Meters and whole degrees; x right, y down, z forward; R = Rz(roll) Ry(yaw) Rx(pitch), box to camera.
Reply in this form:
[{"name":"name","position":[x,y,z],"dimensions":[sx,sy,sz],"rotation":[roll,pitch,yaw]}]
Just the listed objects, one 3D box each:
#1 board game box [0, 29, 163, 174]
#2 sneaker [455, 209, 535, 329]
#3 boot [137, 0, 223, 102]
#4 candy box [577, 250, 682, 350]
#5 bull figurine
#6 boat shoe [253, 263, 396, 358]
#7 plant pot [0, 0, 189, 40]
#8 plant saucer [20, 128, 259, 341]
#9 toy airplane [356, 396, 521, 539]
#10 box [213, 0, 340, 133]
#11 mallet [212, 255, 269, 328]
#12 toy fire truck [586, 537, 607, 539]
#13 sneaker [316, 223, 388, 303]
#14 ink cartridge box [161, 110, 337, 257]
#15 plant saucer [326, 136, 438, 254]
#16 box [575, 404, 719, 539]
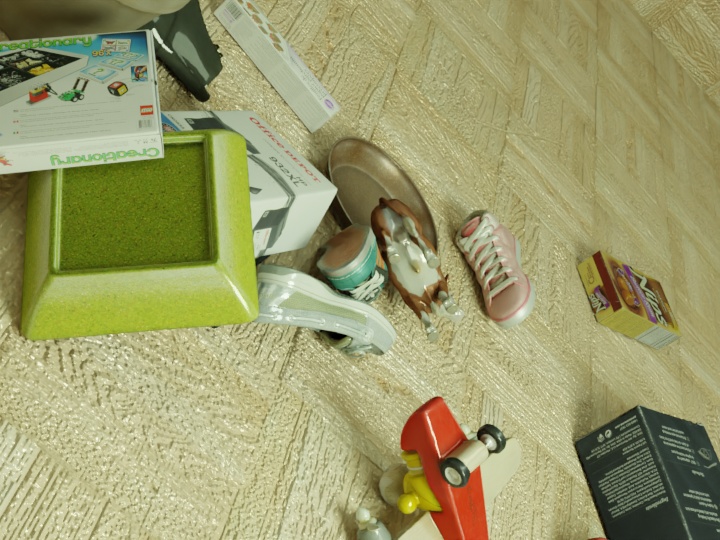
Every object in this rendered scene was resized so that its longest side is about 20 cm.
[{"name":"board game box","position":[-0.273,-0.146,0.928],"dimensions":[0.197,0.035,0.128],"rotation":[-6,56,-8]},{"name":"sneaker","position":[0.179,-0.010,1.484],"dimensions":[0.105,0.075,0.201],"rotation":[43,25,-26]},{"name":"boot","position":[-0.200,-0.298,1.262],"dimensions":[0.138,0.077,0.201],"rotation":[45,45,-23]},{"name":"candy box","position":[0.459,0.052,1.824],"dimensions":[0.199,0.056,0.118],"rotation":[23,43,-43]},{"name":"bull figurine","position":[0.070,0.007,1.266],"dimensions":[0.201,0.065,0.122],"rotation":[57,3,-29]},{"name":"boat shoe","position":[-0.039,0.055,1.137],"dimensions":[0.201,0.074,0.066],"rotation":[31,71,-46]},{"name":"plant pot","position":[-0.274,-0.303,1.058],"dimensions":[0.199,0.173,0.202],"rotation":[34,38,-31]},{"name":"plant saucer","position":[-0.192,-0.047,0.920],"dimensions":[0.197,0.048,0.202],"rotation":[-4,59,-6]},{"name":"toy airplane","position":[0.081,0.240,1.082],"dimensions":[0.199,0.140,0.202],"rotation":[30,76,-48]},{"name":"box","position":[-0.107,-0.270,1.380],"dimensions":[0.200,0.041,0.039],"rotation":[49,32,-7]},{"name":"mallet","position":[-0.130,-0.011,1.112],"dimensions":[0.066,0.041,0.200],"rotation":[46,27,-9]},{"name":"toy fire truck","position":[0.310,0.419,1.239],"dimensions":[0.200,0.112,0.168],"rotation":[48,50,-8]},{"name":"sneaker","position":[0.000,0.000,1.185],"dimensions":[0.080,0.071,0.200],"rotation":[57,4,-9]},{"name":"ink cartridge box","position":[-0.140,-0.087,1.085],"dimensions":[0.145,0.084,0.199],"rotation":[43,27,20]},{"name":"plant saucer","position":[0.021,-0.078,1.375],"dimensions":[0.200,0.037,0.202],"rotation":[35,36,-30]},{"name":"box","position":[0.416,0.310,1.460],"dimensions":[0.195,0.117,0.202],"rotation":[19,44,-44]}]
